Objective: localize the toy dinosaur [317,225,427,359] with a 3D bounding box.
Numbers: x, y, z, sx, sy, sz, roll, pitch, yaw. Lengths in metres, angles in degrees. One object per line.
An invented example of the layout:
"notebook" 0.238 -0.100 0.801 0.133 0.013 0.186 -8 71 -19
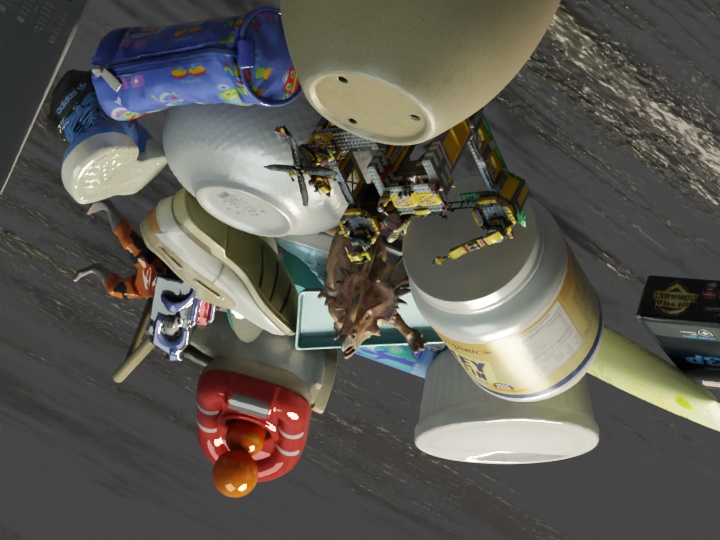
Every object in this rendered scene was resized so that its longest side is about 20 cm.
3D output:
"toy dinosaur" 0.000 0.000 1.497 0.085 0.201 0.136 -17 147 -4

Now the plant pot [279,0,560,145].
"plant pot" 0.026 -0.166 1.088 0.199 0.135 0.201 17 159 7

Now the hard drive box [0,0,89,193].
"hard drive box" -0.318 -0.152 1.338 0.076 0.201 0.155 30 157 -26

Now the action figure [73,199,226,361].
"action figure" -0.203 -0.018 1.741 0.192 0.105 0.201 25 119 5

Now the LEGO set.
"LEGO set" 0.029 -0.059 1.302 0.198 0.116 0.155 3 133 27

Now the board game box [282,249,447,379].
"board game box" 0.000 0.049 1.774 0.198 0.045 0.152 20 159 -1

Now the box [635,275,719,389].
"box" 0.373 0.065 1.475 0.199 0.046 0.159 5 155 35

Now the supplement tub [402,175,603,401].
"supplement tub" 0.127 0.017 1.438 0.143 0.145 0.200 8 156 28

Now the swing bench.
"swing bench" -0.153 0.091 1.908 0.198 0.131 0.200 29 150 -22

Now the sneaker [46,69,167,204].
"sneaker" -0.244 -0.125 1.432 0.111 0.077 0.200 49 -169 4

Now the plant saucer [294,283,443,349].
"plant saucer" 0.033 0.042 1.610 0.198 0.019 0.070 -3 122 -12

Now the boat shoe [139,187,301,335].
"boat shoe" -0.134 -0.003 1.584 0.068 0.075 0.200 -23 125 27

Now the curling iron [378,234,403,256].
"curling iron" 0.104 0.002 1.582 0.199 0.026 0.050 23 -163 1

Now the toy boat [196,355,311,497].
"toy boat" -0.129 0.191 1.797 0.129 0.132 0.200 15 152 2

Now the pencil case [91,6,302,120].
"pencil case" -0.137 -0.166 1.309 0.199 0.079 0.087 0 -175 40

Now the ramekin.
"ramekin" 0.156 0.142 1.739 0.200 0.095 0.203 0 160 0

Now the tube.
"tube" 0.282 0.105 1.557 0.058 0.052 0.199 -11 -152 -39

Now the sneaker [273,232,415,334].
"sneaker" -0.011 0.016 1.629 0.199 0.082 0.074 27 179 -19

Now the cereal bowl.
"cereal bowl" -0.092 -0.088 1.464 0.198 0.084 0.200 17 160 6

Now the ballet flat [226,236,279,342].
"ballet flat" -0.110 0.004 1.662 0.063 0.068 0.201 11 136 23
